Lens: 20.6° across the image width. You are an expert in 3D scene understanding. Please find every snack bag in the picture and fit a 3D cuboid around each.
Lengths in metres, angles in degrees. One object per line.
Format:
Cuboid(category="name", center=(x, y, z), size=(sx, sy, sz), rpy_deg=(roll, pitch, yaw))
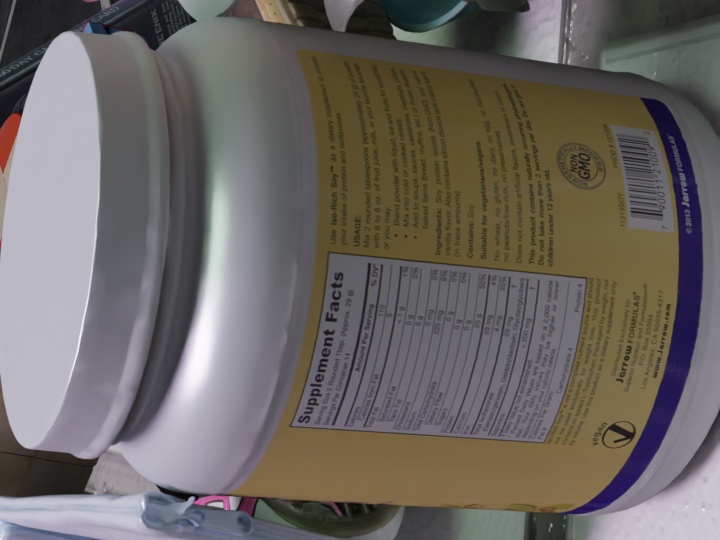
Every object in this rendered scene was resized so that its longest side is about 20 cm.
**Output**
Cuboid(category="snack bag", center=(-0.051, 0.106, 0.699), size=(0.200, 0.189, 0.021), rpy_deg=(-8, 67, 50))

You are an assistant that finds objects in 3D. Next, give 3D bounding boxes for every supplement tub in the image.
Cuboid(category="supplement tub", center=(0.000, 0.000, 0.612), size=(0.145, 0.200, 0.145), rpy_deg=(-174, 90, -69))

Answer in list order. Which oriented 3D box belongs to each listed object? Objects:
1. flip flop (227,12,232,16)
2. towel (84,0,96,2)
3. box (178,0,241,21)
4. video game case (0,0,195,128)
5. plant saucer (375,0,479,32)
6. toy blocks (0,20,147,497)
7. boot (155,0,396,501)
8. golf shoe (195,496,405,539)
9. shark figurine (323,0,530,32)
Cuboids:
Cuboid(category="flip flop", center=(-0.029, -0.194, 0.893), size=(0.058, 0.081, 0.200), rpy_deg=(-150, 63, -76))
Cuboid(category="towel", center=(-0.109, -0.256, 1.103), size=(0.144, 0.023, 0.200), rpy_deg=(-42, 34, 33))
Cuboid(category="box", center=(-0.015, -0.190, 0.601), size=(0.200, 0.112, 0.101), rpy_deg=(-55, 12, -25))
Cuboid(category="video game case", center=(-0.118, -0.038, 0.895), size=(0.019, 0.200, 0.143), rpy_deg=(14, 128, 39))
Cuboid(category="plant saucer", center=(0.049, -0.188, 0.759), size=(0.200, 0.036, 0.200), rpy_deg=(-174, 90, -68))
Cuboid(category="toy blocks", center=(-0.122, -0.007, 0.777), size=(0.200, 0.100, 0.137), rpy_deg=(-65, 28, 25))
Cuboid(category="boot", center=(-0.053, -0.029, 0.781), size=(0.166, 0.072, 0.200), rpy_deg=(-38, 60, 29))
Cuboid(category="golf shoe", center=(-0.028, 0.099, 0.849), size=(0.200, 0.073, 0.092), rpy_deg=(-161, 59, -68))
Cuboid(category="shark figurine", center=(0.010, -0.187, 0.715), size=(0.215, 0.089, 0.128), rpy_deg=(-98, -9, -49))
